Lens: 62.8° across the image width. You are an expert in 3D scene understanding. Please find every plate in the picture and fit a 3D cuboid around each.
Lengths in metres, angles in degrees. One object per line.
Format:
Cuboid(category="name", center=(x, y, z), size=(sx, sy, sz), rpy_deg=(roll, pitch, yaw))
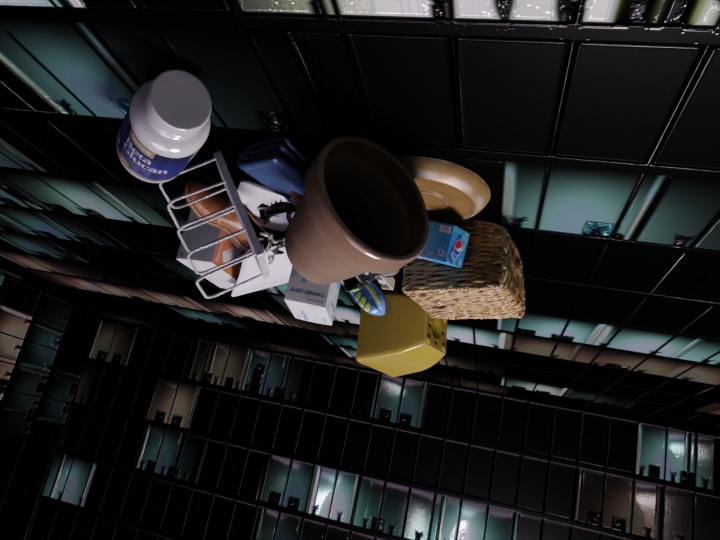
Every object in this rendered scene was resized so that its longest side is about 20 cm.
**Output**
Cuboid(category="plate", center=(-0.187, -0.018, 1.320), size=(0.197, 0.033, 0.200), rpy_deg=(-16, 159, -29))

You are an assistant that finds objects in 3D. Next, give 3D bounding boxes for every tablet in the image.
Cuboid(category="tablet", center=(-0.195, -0.127, 1.203), size=(0.128, 0.014, 0.200), rpy_deg=(18, 163, -15))

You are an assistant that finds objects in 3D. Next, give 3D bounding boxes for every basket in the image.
Cuboid(category="basket", center=(0.195, 0.000, 1.088), size=(0.197, 0.145, 0.149), rpy_deg=(-5, 154, 31))

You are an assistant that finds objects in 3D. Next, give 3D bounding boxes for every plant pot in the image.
Cuboid(category="plant pot", center=(0.129, 0.169, 1.622), size=(0.198, 0.199, 0.193), rpy_deg=(-12, 152, 35))
Cuboid(category="plant pot", center=(-0.026, -0.067, 0.874), size=(0.198, 0.203, 0.174), rpy_deg=(23, 143, -30))
Cuboid(category="plant pot", center=(0.112, -0.124, 0.965), size=(0.197, 0.028, 0.200), rpy_deg=(11, 162, 4))

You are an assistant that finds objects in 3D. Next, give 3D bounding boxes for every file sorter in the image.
Cuboid(category="file sorter", center=(-0.257, -0.074, 1.038), size=(0.123, 0.202, 0.139), rpy_deg=(-22, 167, -11))

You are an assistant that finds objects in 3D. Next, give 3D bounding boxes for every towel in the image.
Cuboid(category="towel", center=(-0.106, -0.152, 0.996), size=(0.110, 0.049, 0.199), rpy_deg=(-1, 159, 37))

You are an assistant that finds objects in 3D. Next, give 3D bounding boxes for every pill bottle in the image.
Cuboid(category="pill bottle", center=(-0.281, -0.205, 0.847), size=(0.110, 0.113, 0.199), rpy_deg=(21, 161, -25))

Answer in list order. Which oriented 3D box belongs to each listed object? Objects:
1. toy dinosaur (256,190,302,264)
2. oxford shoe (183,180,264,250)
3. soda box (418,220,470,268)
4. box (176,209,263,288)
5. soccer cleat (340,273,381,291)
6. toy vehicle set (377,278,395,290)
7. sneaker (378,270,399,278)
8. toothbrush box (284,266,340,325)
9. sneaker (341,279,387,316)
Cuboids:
Cuboid(category="toy dinosaur", center=(-0.103, -0.085, 1.008), size=(0.133, 0.103, 0.202), rpy_deg=(-10, 139, -2))
Cuboid(category="oxford shoe", center=(-0.266, -0.118, 1.184), size=(0.070, 0.072, 0.200), rpy_deg=(-15, 141, 34))
Cuboid(category="soda box", center=(0.087, -0.059, 1.040), size=(0.198, 0.065, 0.067), rpy_deg=(16, -179, 36))
Cuboid(category="box", center=(-0.316, -0.044, 1.361), size=(0.096, 0.126, 0.200), rpy_deg=(6, 162, 19))
Cuboid(category="soccer cleat", center=(0.000, 0.000, 1.096), size=(0.067, 0.083, 0.199), rpy_deg=(-14, 166, 37))
Cuboid(category="toy vehicle set", center=(-0.003, -0.004, 1.425), size=(0.122, 0.027, 0.200), rpy_deg=(6, 161, 23))
Cuboid(category="sneaker", center=(0.055, -0.035, 1.212), size=(0.078, 0.075, 0.200), rpy_deg=(1, 160, 19))
Cuboid(category="toothbrush box", center=(-0.080, -0.010, 1.167), size=(0.084, 0.203, 0.147), rpy_deg=(11, 162, 5))
Cuboid(category="sneaker", center=(-0.005, 0.023, 1.265), size=(0.201, 0.070, 0.083), rpy_deg=(55, -178, 30))
